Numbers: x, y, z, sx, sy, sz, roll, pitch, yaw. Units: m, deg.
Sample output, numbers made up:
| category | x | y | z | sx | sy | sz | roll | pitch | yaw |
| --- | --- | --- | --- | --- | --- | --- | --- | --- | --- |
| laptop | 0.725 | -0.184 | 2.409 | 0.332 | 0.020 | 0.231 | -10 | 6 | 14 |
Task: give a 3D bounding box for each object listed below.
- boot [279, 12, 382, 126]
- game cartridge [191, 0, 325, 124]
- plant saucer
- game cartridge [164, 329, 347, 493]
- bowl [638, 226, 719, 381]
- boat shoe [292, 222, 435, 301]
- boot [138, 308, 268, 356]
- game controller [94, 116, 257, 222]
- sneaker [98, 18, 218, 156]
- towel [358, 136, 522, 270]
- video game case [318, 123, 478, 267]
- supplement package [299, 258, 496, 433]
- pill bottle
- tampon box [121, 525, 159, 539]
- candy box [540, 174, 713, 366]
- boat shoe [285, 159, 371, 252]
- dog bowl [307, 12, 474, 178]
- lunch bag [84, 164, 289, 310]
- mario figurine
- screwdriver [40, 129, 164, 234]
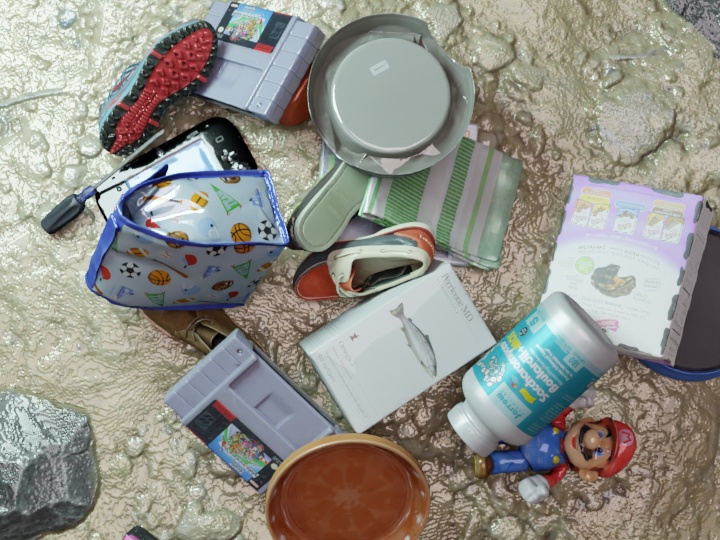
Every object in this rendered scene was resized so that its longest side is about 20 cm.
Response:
| category | x | y | z | sx | sy | sz | roll | pitch | yaw |
| --- | --- | --- | --- | --- | --- | --- | --- | --- | --- |
| boot | -0.017 | -0.227 | 1.593 | 0.199 | 0.075 | 0.107 | -35 | 68 | -8 |
| game cartridge | -0.141 | -0.259 | 1.564 | 0.199 | 0.038 | 0.131 | 23 | 85 | 43 |
| plant saucer | -0.016 | 0.277 | 1.538 | 0.198 | 0.032 | 0.202 | -3 | 119 | -5 |
| game cartridge | -0.122 | 0.181 | 1.531 | 0.130 | 0.038 | 0.200 | -43 | 105 | 12 |
| bowl | 0.420 | 0.039 | 1.624 | 0.198 | 0.039 | 0.203 | 0 | 85 | -3 |
| boat shoe | 0.000 | 0.000 | 1.554 | 0.198 | 0.063 | 0.071 | -18 | 124 | 24 |
| boot | -0.196 | 0.065 | 1.571 | 0.199 | 0.075 | 0.074 | 35 | 85 | 2 |
| game controller | -0.230 | -0.109 | 1.602 | 0.199 | 0.042 | 0.105 | -30 | 87 | -6 |
| sneaker | -0.258 | -0.239 | 1.572 | 0.200 | 0.096 | 0.079 | -44 | 129 | 12 |
| towel | 0.103 | -0.101 | 1.587 | 0.199 | 0.023 | 0.154 | 21 | 75 | -22 |
| video game case | 0.045 | -0.104 | 1.626 | 0.198 | 0.023 | 0.184 | 5 | 84 | -2 |
| supplement package | 0.042 | 0.087 | 1.552 | 0.199 | 0.117 | 0.117 | -33 | 97 | -6 |
| pill bottle | 0.196 | 0.128 | 1.503 | 0.111 | 0.111 | 0.200 | 46 | 102 | 2 |
| tampon box | -0.268 | 0.428 | 1.504 | 0.149 | 0.126 | 0.201 | 36 | 83 | 0 |
| candy box | 0.322 | -0.001 | 1.573 | 0.166 | 0.071 | 0.202 | 13 | 83 | 28 |
| boat shoe | -0.019 | -0.098 | 1.574 | 0.201 | 0.060 | 0.072 | -44 | 108 | -25 |
| dog bowl | 0.035 | -0.202 | 1.529 | 0.198 | 0.059 | 0.202 | 0 | 77 | -2 |
| lunch bag | -0.210 | -0.035 | 1.494 | 0.198 | 0.170 | 0.125 | -5 | 62 | -28 |
| mario figurine | 0.237 | 0.207 | 1.561 | 0.198 | 0.106 | 0.125 | -2 | 109 | 2 |
| screwdriver | -0.314 | -0.110 | 1.582 | 0.199 | 0.029 | 0.028 | -35 | 63 | 8 |
